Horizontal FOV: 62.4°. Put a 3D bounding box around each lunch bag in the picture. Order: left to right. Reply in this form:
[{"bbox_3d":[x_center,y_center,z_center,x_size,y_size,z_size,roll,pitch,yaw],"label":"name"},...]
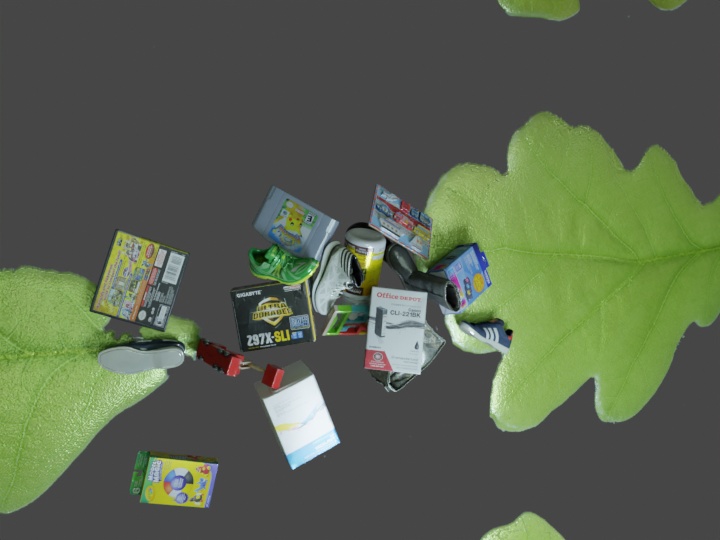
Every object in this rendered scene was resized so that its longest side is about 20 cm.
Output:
[{"bbox_3d":[0.105,0.223,1.604,0.117,0.164,0.201,43,80,-16],"label":"lunch bag"}]

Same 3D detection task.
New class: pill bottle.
[{"bbox_3d":[0.000,0.000,1.557,0.107,0.109,0.204,0,114,-20],"label":"pill bottle"}]

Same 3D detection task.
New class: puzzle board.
[{"bbox_3d":[0.114,-0.133,1.603,0.198,0.017,0.153,29,48,-20],"label":"puzzle board"}]

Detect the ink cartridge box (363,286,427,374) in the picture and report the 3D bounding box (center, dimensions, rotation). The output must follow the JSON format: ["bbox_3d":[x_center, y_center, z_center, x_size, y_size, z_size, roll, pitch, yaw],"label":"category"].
[{"bbox_3d":[0.087,0.148,1.481,0.141,0.084,0.205,6,82,1],"label":"ink cartridge box"}]

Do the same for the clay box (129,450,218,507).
[{"bbox_3d":[-0.467,0.523,1.488,0.196,0.047,0.117,13,91,-22],"label":"clay box"}]

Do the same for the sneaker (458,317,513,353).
[{"bbox_3d":[0.372,0.170,1.748,0.198,0.075,0.086,27,88,-30],"label":"sneaker"}]

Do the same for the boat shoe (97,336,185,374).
[{"bbox_3d":[-0.521,0.197,1.425,0.195,0.062,0.076,-7,114,-10],"label":"boat shoe"}]

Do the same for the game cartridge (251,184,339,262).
[{"bbox_3d":[-0.168,-0.111,1.497,0.197,0.040,0.135,28,94,3],"label":"game cartridge"}]

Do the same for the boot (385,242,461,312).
[{"bbox_3d":[0.165,0.017,1.572,0.072,0.199,0.183,-42,120,-9],"label":"boot"}]

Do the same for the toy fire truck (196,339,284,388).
[{"bbox_3d":[-0.298,0.228,1.462,0.140,0.198,0.050,23,85,-48],"label":"toy fire truck"}]

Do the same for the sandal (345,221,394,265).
[{"bbox_3d":[0.051,-0.069,1.617,0.198,0.045,0.076,30,87,-20],"label":"sandal"}]

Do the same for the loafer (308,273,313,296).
[{"bbox_3d":[-0.153,-0.024,1.550,0.070,0.063,0.205,-1,93,12],"label":"loafer"}]

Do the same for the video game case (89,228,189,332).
[{"bbox_3d":[-0.527,0.026,1.427,0.178,0.025,0.204,19,90,-21],"label":"video game case"}]

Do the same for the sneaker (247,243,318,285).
[{"bbox_3d":[-0.197,-0.018,1.459,0.084,0.196,0.075,71,32,-42],"label":"sneaker"}]

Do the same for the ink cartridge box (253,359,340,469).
[{"bbox_3d":[-0.166,0.364,1.529,0.143,0.147,0.204,-24,104,-16],"label":"ink cartridge box"}]

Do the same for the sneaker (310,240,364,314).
[{"bbox_3d":[-0.056,0.040,1.492,0.075,0.115,0.204,-11,123,-44],"label":"sneaker"}]

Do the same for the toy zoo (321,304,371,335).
[{"bbox_3d":[0.005,0.132,1.584,0.196,0.132,0.021,1,56,-22],"label":"toy zoo"}]

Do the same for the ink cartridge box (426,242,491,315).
[{"bbox_3d":[0.289,0.014,1.675,0.199,0.076,0.139,-36,109,-39],"label":"ink cartridge box"}]

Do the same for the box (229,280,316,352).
[{"bbox_3d":[-0.218,0.111,1.505,0.195,0.049,0.163,-8,101,1],"label":"box"}]
